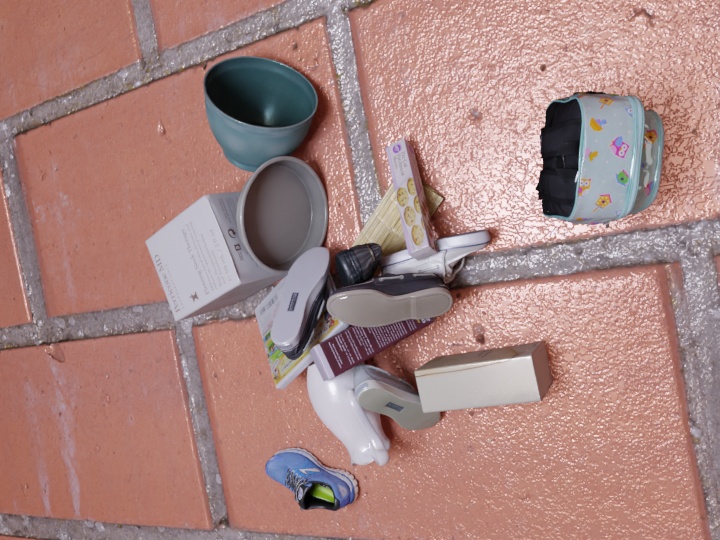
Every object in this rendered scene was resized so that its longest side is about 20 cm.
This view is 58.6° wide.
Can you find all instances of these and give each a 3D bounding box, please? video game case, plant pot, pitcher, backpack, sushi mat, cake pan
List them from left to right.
[{"bbox_3d":[-0.182,-0.263,1.140,0.199,0.199,0.136,39,140,17],"label":"plant pot"},{"bbox_3d":[-0.139,-0.097,1.128,0.036,0.197,0.206,9,102,43],"label":"cake pan"},{"bbox_3d":[-0.114,0.086,1.188,0.200,0.023,0.184,-44,49,26],"label":"video game case"},{"bbox_3d":[-0.012,0.242,1.122,0.204,0.119,0.171,64,163,4],"label":"pitcher"},{"bbox_3d":[0.056,-0.074,1.122,0.095,0.012,0.202,41,114,16],"label":"sushi mat"},{"bbox_3d":[0.320,-0.149,0.866,0.149,0.200,0.181,5,98,10],"label":"backpack"}]

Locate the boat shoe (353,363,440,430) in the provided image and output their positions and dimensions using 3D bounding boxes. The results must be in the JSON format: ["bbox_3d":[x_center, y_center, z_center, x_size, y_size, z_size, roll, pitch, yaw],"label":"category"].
[{"bbox_3d":[0.063,0.209,1.084,0.070,0.199,0.072,-40,41,22],"label":"boat shoe"}]

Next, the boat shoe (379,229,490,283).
[{"bbox_3d":[0.126,-0.005,1.057,0.198,0.074,0.088,-16,92,24],"label":"boat shoe"}]

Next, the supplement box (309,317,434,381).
[{"bbox_3d":[0.016,0.109,1.059,0.197,0.109,0.062,-28,85,-12],"label":"supplement box"}]

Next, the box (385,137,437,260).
[{"bbox_3d":[0.082,-0.117,1.044,0.041,0.038,0.205,-21,65,24],"label":"box"}]

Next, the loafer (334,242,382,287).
[{"bbox_3d":[0.000,0.000,1.080,0.071,0.200,0.074,-26,86,-6],"label":"loafer"}]

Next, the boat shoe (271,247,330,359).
[{"bbox_3d":[-0.093,0.056,1.101,0.070,0.068,0.204,0,55,22],"label":"boat shoe"}]

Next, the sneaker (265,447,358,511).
[{"bbox_3d":[-0.105,0.405,1.232,0.196,0.089,0.081,11,101,27],"label":"sneaker"}]

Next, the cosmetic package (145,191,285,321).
[{"bbox_3d":[-0.259,-0.030,1.201,0.198,0.165,0.171,-27,84,35],"label":"cosmetic package"}]

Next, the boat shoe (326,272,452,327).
[{"bbox_3d":[0.043,0.039,1.000,0.194,0.064,0.074,-3,131,-5],"label":"boat shoe"}]

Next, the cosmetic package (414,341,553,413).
[{"bbox_3d":[0.198,0.172,1.031,0.196,0.103,0.075,-14,90,28],"label":"cosmetic package"}]
